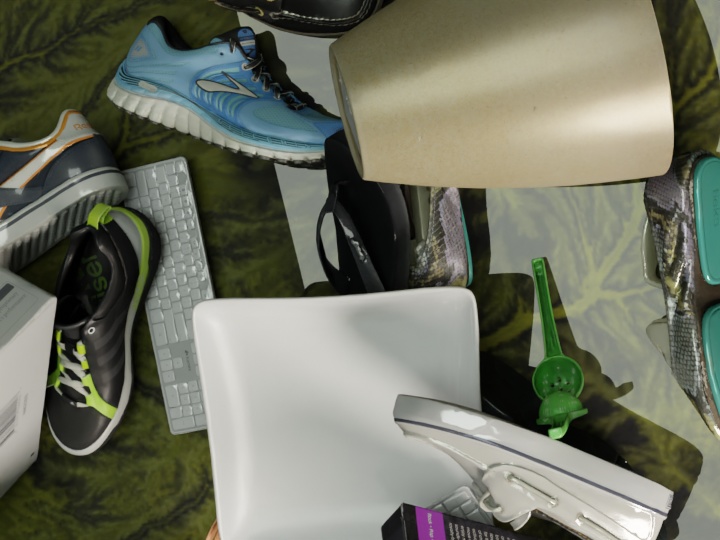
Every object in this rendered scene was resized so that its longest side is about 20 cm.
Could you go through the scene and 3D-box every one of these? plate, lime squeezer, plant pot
[{"bbox_3d":[-0.010,0.104,1.563,0.198,0.032,0.201,-3,111,8],"label":"plate"},{"bbox_3d":[0.138,0.076,1.536,0.037,0.201,0.071,2,124,0],"label":"lime squeezer"},{"bbox_3d":[0.085,-0.129,1.488,0.199,0.187,0.189,-15,88,-4],"label":"plant pot"}]

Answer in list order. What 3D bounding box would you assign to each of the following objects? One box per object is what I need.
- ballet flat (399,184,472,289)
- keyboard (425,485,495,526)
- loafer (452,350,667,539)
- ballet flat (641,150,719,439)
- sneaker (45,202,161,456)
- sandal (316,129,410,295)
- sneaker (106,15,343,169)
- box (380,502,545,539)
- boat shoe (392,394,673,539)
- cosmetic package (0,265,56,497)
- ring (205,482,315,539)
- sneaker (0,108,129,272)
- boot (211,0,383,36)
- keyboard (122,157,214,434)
[{"bbox_3d":[0.038,-0.079,1.586,0.071,0.072,0.202,-5,92,15],"label":"ballet flat"},{"bbox_3d":[0.105,0.243,1.582,0.056,0.011,0.201,-30,106,16],"label":"keyboard"},{"bbox_3d":[0.131,0.146,1.584,0.200,0.073,0.072,43,124,15],"label":"loafer"},{"bbox_3d":[0.231,0.020,1.546,0.071,0.072,0.202,-7,90,15],"label":"ballet flat"},{"bbox_3d":[-0.209,0.043,1.645,0.071,0.083,0.201,19,105,26],"label":"sneaker"},{"bbox_3d":[0.000,0.001,1.574,0.076,0.043,0.202,21,124,51],"label":"sandal"},{"bbox_3d":[-0.087,-0.132,1.621,0.199,0.078,0.091,20,94,13],"label":"sneaker"},{"bbox_3d":[0.111,0.246,1.506,0.199,0.144,0.036,16,135,-24],"label":"box"},{"bbox_3d":[0.110,0.142,1.501,0.199,0.072,0.066,22,85,-6],"label":"boat shoe"},{"bbox_3d":[-0.344,0.068,1.626,0.199,0.123,0.200,30,139,14],"label":"cosmetic package"},{"bbox_3d":[-0.021,0.233,1.622,0.199,0.019,0.202,0,92,-1],"label":"ring"},{"bbox_3d":[-0.267,-0.048,1.672,0.199,0.078,0.080,-30,76,18],"label":"sneaker"},{"bbox_3d":[-0.092,-0.220,1.579,0.199,0.151,0.074,23,98,13],"label":"boot"},{"bbox_3d":[-0.136,0.019,1.665,0.056,0.011,0.202,-12,89,15],"label":"keyboard"}]
